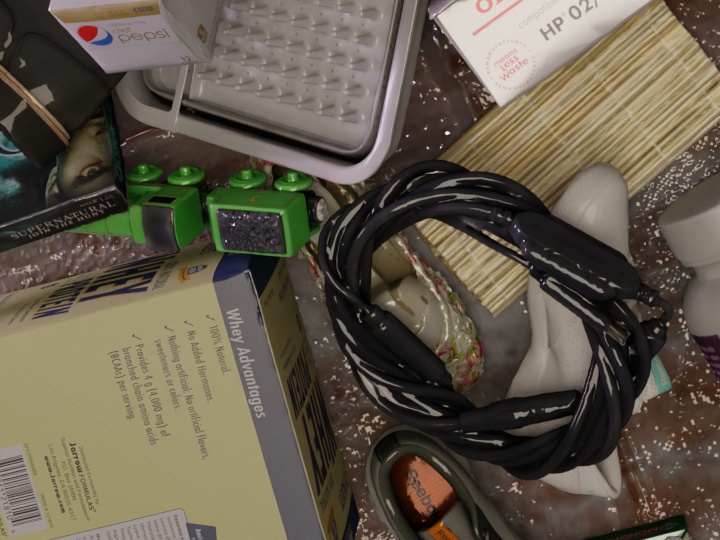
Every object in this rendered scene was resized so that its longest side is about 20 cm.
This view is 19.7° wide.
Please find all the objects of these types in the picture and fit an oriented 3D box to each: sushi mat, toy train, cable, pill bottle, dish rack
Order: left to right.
[{"bbox_3d":[-0.113,-0.035,1.183,0.199,0.056,0.042,4,117,26],"label":"toy train"},{"bbox_3d":[-0.043,-0.149,1.157,0.199,0.043,0.172,19,104,33],"label":"dish rack"},{"bbox_3d":[0.065,0.028,1.156,0.199,0.051,0.164,27,125,4],"label":"cable"},{"bbox_3d":[0.120,-0.070,1.214,0.200,0.012,0.096,-42,97,11],"label":"sushi mat"},{"bbox_3d":[0.252,0.037,1.178,0.112,0.112,0.200,-30,99,9],"label":"pill bottle"}]

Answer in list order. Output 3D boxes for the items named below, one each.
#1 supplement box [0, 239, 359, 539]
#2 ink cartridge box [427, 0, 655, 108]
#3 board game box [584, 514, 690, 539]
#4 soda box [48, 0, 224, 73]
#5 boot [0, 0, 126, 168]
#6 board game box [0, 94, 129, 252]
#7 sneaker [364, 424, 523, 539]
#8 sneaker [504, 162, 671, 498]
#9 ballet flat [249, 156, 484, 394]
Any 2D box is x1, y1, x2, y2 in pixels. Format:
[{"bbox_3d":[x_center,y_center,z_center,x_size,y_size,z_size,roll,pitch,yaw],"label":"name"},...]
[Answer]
[{"bbox_3d":[-0.124,0.102,1.205,0.199,0.134,0.201,-14,101,7],"label":"supplement box"},{"bbox_3d":[0.101,-0.151,1.102,0.115,0.200,0.068,-36,98,11],"label":"ink cartridge box"},{"bbox_3d":[0.120,0.240,1.273,0.199,0.029,0.135,-16,100,7],"label":"board game box"},{"bbox_3d":[-0.103,-0.207,1.102,0.068,0.064,0.201,-3,63,24],"label":"soda box"},{"bbox_3d":[-0.195,-0.174,1.153,0.138,0.077,0.200,-43,92,-8],"label":"boot"},{"bbox_3d":[-0.236,-0.064,1.191,0.199,0.028,0.136,-19,59,7],"label":"board game box"},{"bbox_3d":[0.069,0.177,1.213,0.074,0.079,0.200,-40,82,2],"label":"sneaker"},{"bbox_3d":[0.141,0.038,1.188,0.088,0.075,0.201,23,120,27],"label":"sneaker"},{"bbox_3d":[0.000,0.000,1.211,0.076,0.064,0.200,-38,98,9],"label":"ballet flat"}]
